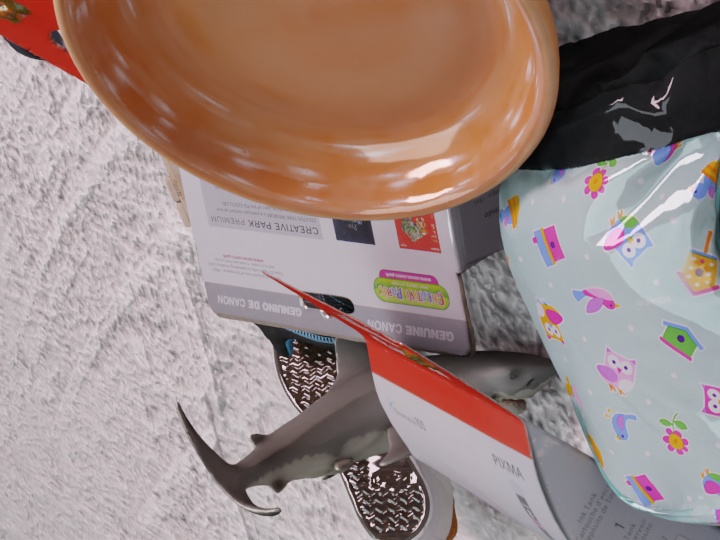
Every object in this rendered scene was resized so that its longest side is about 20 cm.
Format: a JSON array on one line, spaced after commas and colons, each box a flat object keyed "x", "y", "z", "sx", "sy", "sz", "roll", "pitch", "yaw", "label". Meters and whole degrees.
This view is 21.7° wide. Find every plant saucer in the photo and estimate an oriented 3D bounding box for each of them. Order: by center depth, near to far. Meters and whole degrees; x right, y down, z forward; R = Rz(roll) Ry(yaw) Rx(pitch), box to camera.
[{"x": -0.019, "y": -0.096, "z": 0.728, "sx": 0.198, "sy": 0.038, "sz": 0.201, "roll": 10, "pitch": 144, "yaw": 8, "label": "plant saucer"}]

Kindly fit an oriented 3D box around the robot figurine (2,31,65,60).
[{"x": -0.202, "y": -0.214, "z": 1.191, "sx": 0.200, "sy": 0.124, "sz": 0.151, "roll": 52, "pitch": 144, "yaw": 18, "label": "robot figurine"}]

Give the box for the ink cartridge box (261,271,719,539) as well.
[{"x": 0.051, "y": 0.079, "z": 0.864, "sx": 0.199, "sy": 0.057, "sz": 0.162, "roll": 27, "pitch": 179, "yaw": -27, "label": "ink cartridge box"}]

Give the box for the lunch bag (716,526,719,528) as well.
[{"x": 0.186, "y": 0.157, "z": 0.900, "sx": 0.150, "sy": 0.094, "sz": 0.201, "roll": 41, "pitch": 138, "yaw": 41, "label": "lunch bag"}]

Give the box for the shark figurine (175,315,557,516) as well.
[{"x": -0.013, "y": 0.070, "z": 1.028, "sx": 0.128, "sy": 0.213, "sz": 0.090, "roll": -23, "pitch": 84, "yaw": 64, "label": "shark figurine"}]

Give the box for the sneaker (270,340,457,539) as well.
[{"x": 0.003, "y": 0.087, "z": 1.168, "sx": 0.085, "sy": 0.072, "sz": 0.201, "roll": 32, "pitch": -146, "yaw": -62, "label": "sneaker"}]

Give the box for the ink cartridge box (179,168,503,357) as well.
[{"x": -0.003, "y": -0.060, "z": 0.959, "sx": 0.199, "sy": 0.084, "sz": 0.177, "roll": 9, "pitch": 115, "yaw": 44, "label": "ink cartridge box"}]

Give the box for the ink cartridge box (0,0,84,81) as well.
[{"x": -0.080, "y": -0.106, "z": 0.839, "sx": 0.162, "sy": 0.057, "sz": 0.200, "roll": 29, "pitch": 143, "yaw": -26, "label": "ink cartridge box"}]

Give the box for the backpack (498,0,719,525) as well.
[{"x": 0.141, "y": 0.000, "z": 0.774, "sx": 0.166, "sy": 0.126, "sz": 0.201, "roll": -2, "pitch": 113, "yaw": 59, "label": "backpack"}]

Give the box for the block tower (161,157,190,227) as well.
[{"x": -0.059, "y": -0.066, "z": 1.151, "sx": 0.200, "sy": 0.058, "sz": 0.054, "roll": -7, "pitch": 109, "yaw": 61, "label": "block tower"}]

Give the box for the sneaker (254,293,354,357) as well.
[{"x": 0.000, "y": 0.000, "z": 1.079, "sx": 0.199, "sy": 0.073, "sz": 0.082, "roll": -10, "pitch": 115, "yaw": 50, "label": "sneaker"}]
